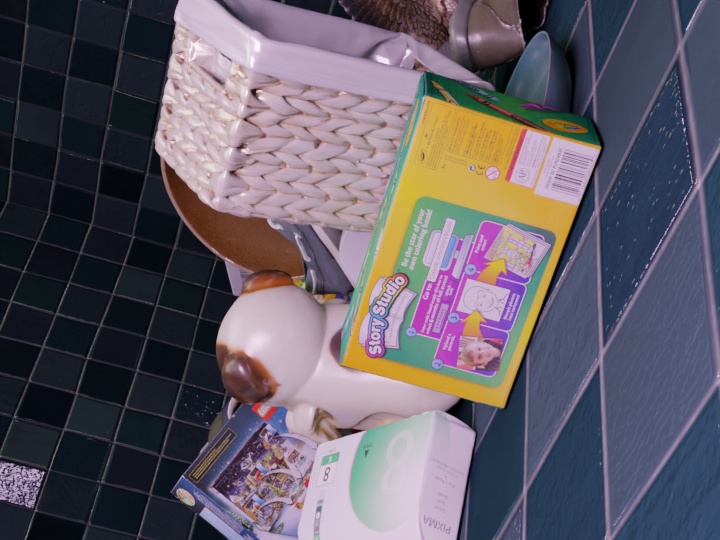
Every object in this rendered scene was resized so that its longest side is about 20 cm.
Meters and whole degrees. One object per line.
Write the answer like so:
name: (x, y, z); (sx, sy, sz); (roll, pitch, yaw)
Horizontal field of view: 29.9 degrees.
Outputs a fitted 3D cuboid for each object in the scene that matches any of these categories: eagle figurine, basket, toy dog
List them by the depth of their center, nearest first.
basket: (-0.031, -0.107, 0.938); (0.136, 0.199, 0.124); (43, 119, 51)
toy dog: (-0.020, 0.079, 1.099); (0.194, 0.199, 0.140); (123, 161, -74)
eagle figurine: (0.039, -0.253, 1.224); (0.152, 0.150, 0.201); (-50, -50, -45)

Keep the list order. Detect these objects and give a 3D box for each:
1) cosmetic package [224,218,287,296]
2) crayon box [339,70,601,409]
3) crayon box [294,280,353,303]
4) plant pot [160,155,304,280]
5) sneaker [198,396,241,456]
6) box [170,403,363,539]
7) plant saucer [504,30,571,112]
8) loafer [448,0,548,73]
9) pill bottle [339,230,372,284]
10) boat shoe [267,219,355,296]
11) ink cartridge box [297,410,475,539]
cosmetic package: (-0.091, -0.083, 1.380); (0.102, 0.071, 0.201); (86, -173, -62)
crayon box: (0.068, -0.017, 0.896); (0.058, 0.118, 0.201); (-87, 14, -67)
crayon box: (0.000, 0.000, 1.281); (0.200, 0.052, 0.126); (-4, 69, 43)
plant pot: (-0.055, -0.122, 1.261); (0.200, 0.186, 0.187); (-52, -12, -43)
sneaker: (-0.073, 0.181, 1.219); (0.200, 0.067, 0.090); (38, 113, 41)
box: (-0.051, 0.160, 1.176); (0.200, 0.136, 0.038); (-50, -3, -39)
plant saucer: (0.121, -0.081, 1.025); (0.200, 0.027, 0.201); (-166, 90, -85)
loafer: (0.134, -0.233, 1.164); (0.200, 0.069, 0.075); (-66, -33, -43)
pill bottle: (0.040, -0.074, 1.115); (0.200, 0.109, 0.110); (-79, 7, -48)
boat shoe: (-0.051, -0.040, 1.096); (0.200, 0.062, 0.073); (57, -158, -51)
ink cartridge box: (0.005, 0.213, 0.994); (0.161, 0.050, 0.201); (-25, 43, 52)
